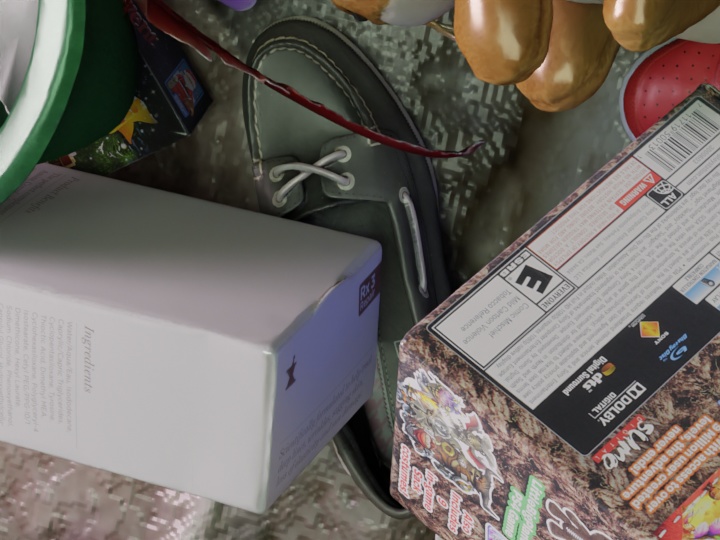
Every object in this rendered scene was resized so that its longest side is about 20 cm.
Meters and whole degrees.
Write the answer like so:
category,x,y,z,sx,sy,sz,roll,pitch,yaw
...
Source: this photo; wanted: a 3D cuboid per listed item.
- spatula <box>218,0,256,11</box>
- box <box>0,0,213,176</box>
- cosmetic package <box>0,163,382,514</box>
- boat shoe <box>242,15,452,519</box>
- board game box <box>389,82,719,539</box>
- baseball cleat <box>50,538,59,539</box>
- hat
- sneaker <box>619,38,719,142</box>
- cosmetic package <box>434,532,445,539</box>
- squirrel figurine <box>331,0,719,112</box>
category,x,y,z,sx,sy,sz,roll,pitch,yaw
spatula,-0.119,-0.166,1.029,0.199,0.021,0.057,26,113,10
box,-0.167,-0.116,1.026,0.136,0.038,0.201,-24,107,23
cosmetic package,-0.102,0.017,0.977,0.199,0.102,0.074,15,120,20
boat shoe,0.000,0.000,1.016,0.067,0.057,0.201,-16,99,20
board game box,0.135,0.062,0.882,0.200,0.159,0.097,39,151,24
baseball cleat,-0.084,0.149,1.074,0.199,0.070,0.107,-24,82,12
hat,-0.102,-0.087,0.994,0.165,0.176,0.201,-39,66,32
sneaker,0.182,-0.051,0.918,0.199,0.112,0.072,3,104,16
cosmetic package,0.134,0.105,0.964,0.199,0.108,0.085,19,149,13
squirrel figurine,0.068,-0.155,0.887,0.186,0.141,0.201,13,96,38
